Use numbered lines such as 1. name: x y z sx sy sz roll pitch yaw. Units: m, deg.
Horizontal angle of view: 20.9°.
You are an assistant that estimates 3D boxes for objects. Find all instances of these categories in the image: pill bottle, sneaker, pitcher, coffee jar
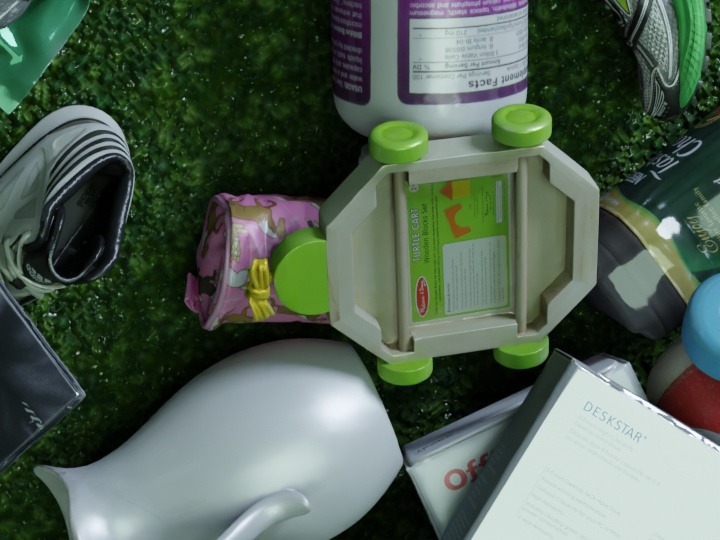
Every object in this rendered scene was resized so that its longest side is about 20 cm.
1. pill bottle: 0.039 -0.138 1.103 0.112 0.112 0.200 -5 108 -14
2. sneaker: 0.148 -0.181 1.149 0.085 0.078 0.200 -21 102 -2
3. pitcher: -0.074 0.128 1.117 0.200 0.172 0.121 -24 117 -7
4. coffee jar: 0.216 -0.044 1.184 0.200 0.104 0.085 -38 102 -3
5. sneaker: -0.200 -0.003 1.073 0.076 0.115 0.201 41 92 -22

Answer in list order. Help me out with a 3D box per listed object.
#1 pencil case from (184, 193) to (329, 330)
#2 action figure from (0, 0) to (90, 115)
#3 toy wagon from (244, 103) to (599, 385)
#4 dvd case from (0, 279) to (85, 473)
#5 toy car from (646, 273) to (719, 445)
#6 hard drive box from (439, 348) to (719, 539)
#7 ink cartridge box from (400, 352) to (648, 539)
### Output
1. pencil case: 0.000 0.000 1.148 0.200 0.083 0.087 5 105 -18
2. action figure: -0.159 -0.195 1.065 0.200 0.055 0.118 -44 109 -4
3. toy wagon: 0.033 -0.011 1.079 0.200 0.040 0.155 -8 121 -9
4. dvd case: -0.258 0.037 1.048 0.149 0.016 0.200 -42 76 11
5. toy car: 0.288 0.101 1.156 0.177 0.200 0.184 -26 154 -12
6. hard drive box: 0.127 0.169 1.089 0.156 0.077 0.200 32 91 -3
7. ink cartridge box: 0.130 0.169 1.170 0.145 0.084 0.200 -25 93 -2
